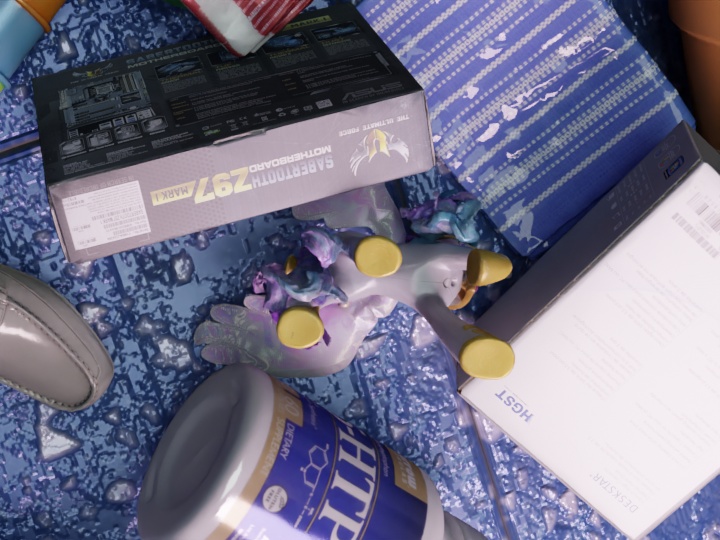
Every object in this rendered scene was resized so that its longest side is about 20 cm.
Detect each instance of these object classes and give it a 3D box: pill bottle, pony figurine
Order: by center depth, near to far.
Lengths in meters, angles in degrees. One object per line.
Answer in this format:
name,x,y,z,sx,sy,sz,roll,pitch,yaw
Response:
pony figurine,0.000,0.000,0.791,0.191,0.200,0.168,8,100,0
pill bottle,-0.020,0.152,0.813,0.199,0.120,0.120,33,86,-24

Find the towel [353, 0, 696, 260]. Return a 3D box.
towel,0.096,-0.118,0.845,0.144,0.024,0.200,-38,105,16

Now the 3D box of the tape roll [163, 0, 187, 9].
tape roll,-0.076,-0.249,0.779,0.199,0.048,0.203,1,88,-29

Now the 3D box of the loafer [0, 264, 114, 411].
loafer,-0.230,0.021,0.766,0.199,0.070,0.070,34,119,-12

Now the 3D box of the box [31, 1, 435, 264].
box,-0.076,-0.082,0.751,0.198,0.158,0.051,-15,121,-9

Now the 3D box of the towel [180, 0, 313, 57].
towel,-0.035,-0.220,0.694,0.200,0.023,0.144,-40,119,9

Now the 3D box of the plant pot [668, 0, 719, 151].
plant pot,0.287,-0.125,0.848,0.198,0.200,0.141,-7,113,-14

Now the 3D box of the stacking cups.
stacking cups,-0.211,-0.137,0.771,0.060,0.060,0.201,35,83,-15

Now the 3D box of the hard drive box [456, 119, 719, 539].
hard drive box,0.179,0.039,0.823,0.156,0.077,0.200,41,110,-13
